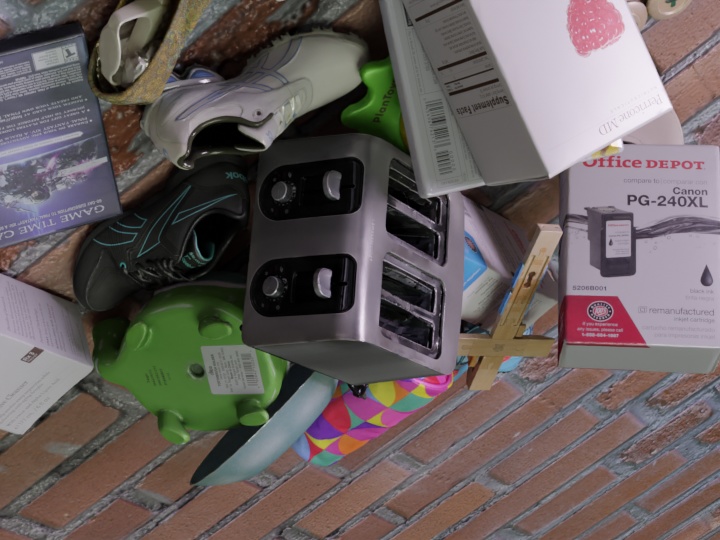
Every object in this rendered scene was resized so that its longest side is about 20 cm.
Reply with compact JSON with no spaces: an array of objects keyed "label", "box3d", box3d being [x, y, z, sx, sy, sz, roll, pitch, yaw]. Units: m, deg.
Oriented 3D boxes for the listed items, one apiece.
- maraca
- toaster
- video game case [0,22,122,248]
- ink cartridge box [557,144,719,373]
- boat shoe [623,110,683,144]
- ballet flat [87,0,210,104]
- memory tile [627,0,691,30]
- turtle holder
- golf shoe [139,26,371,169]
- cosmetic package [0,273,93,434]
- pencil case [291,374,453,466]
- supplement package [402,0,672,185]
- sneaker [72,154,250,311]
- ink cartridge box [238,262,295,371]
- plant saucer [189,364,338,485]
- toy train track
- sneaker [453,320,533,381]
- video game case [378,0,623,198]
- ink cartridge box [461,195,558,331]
[{"label":"maraca","box3d":[0.078,-0.141,1.162,0.199,0.107,0.138,1,128,-30]},{"label":"toaster","box3d":[0.000,0.000,1.167,0.118,0.182,0.200,-5,161,33]},{"label":"video game case","box3d":[-0.272,-0.098,1.080,0.142,0.019,0.201,-17,142,-13]},{"label":"ink cartridge box","box3d":[0.257,-0.014,1.262,0.144,0.202,0.083,1,159,6]},{"label":"boat shoe","box3d":[0.248,-0.139,1.324,0.062,0.073,0.199,1,171,41]},{"label":"ballet flat","box3d":[-0.148,-0.198,0.990,0.070,0.071,0.200,3,137,-33]},{"label":"memory tile","box3d":[0.241,-0.262,1.193,0.199,0.017,0.154,-29,142,3]},{"label":"turtle holder","box3d":[-0.147,0.074,1.235,0.185,0.132,0.141,-32,108,27]},{"label":"golf shoe","box3d":[-0.075,-0.129,1.097,0.199,0.098,0.079,-19,140,-12]},{"label":"cosmetic package","box3d":[-0.342,0.058,1.169,0.113,0.081,0.199,-41,141,21]},{"label":"pencil case","box3d":[0.005,0.119,1.341,0.088,0.089,0.200,9,143,-38]},{"label":"supplement package","box3d":[0.125,-0.181,1.033,0.121,0.120,0.201,-29,99,-16]},{"label":"sneaker","box3d":[-0.173,-0.022,1.178,0.200,0.080,0.075,-40,141,19]},{"label":"ink cartridge box","box3d":[-0.050,0.048,1.361,0.199,0.041,0.200,11,130,-38]},{"label":"plant saucer","box3d":[-0.077,0.140,1.282,0.201,0.201,0.039,-42,96,19]},{"label":"toy train track","box3d":[0.138,0.031,1.272,0.114,0.033,0.201,2,131,-22]},{"label":"sneaker","box3d":[0.114,0.057,1.444,0.199,0.079,0.096,-6,134,-49]},{"label":"video game case","box3d":[0.112,-0.175,1.104,0.181,0.202,0.023,-14,-175,-16]},{"label":"ink cartridge box","box3d":[0.116,-0.006,1.335,0.068,0.116,0.199,-42,139,22]}]
